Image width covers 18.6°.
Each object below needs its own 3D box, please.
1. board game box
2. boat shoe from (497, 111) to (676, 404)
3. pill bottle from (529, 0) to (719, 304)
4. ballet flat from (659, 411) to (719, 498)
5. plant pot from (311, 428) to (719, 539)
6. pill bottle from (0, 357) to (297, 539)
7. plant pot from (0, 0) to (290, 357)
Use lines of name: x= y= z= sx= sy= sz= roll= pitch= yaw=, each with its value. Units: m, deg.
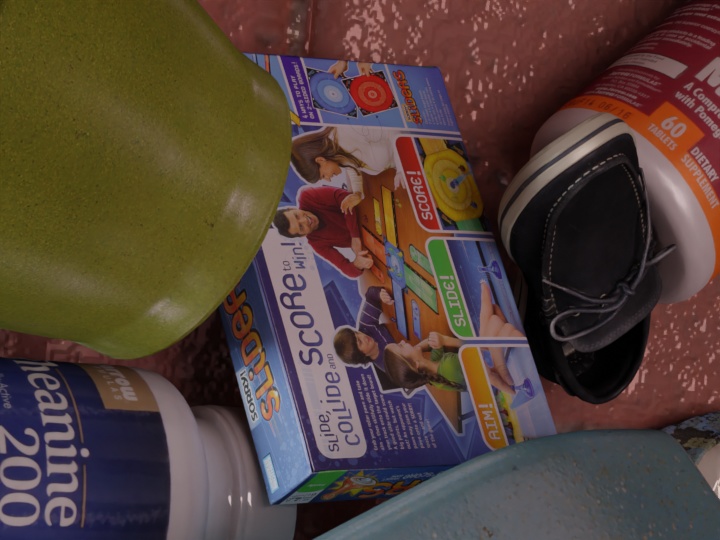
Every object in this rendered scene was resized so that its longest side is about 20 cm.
board game box: x=0.000 y=0.000 z=0.948 sx=0.135 sy=0.034 sz=0.200 roll=2 pitch=61 yaw=-35
boat shoe: x=0.104 y=-0.002 z=0.986 sx=0.075 sy=0.200 sz=0.062 roll=-33 pitch=63 yaw=-15
pill bottle: x=0.185 y=-0.082 z=1.072 sx=0.200 sy=0.109 sz=0.110 roll=-40 pitch=110 yaw=-24
ballet flat: x=0.215 y=0.104 z=1.119 sx=0.200 sy=0.074 sz=0.074 roll=-11 pitch=97 yaw=-30
plant pot: x=0.066 y=0.172 z=0.878 sx=0.200 sy=0.196 sz=0.196 roll=-31 pitch=81 yaw=-23
pill bottle: x=-0.131 y=0.091 z=0.885 sx=0.200 sy=0.111 sz=0.111 roll=6 pitch=88 yaw=-32
plant pot: x=-0.137 y=-0.061 z=0.828 sx=0.193 sy=0.200 sz=0.201 roll=31 pitch=76 yaw=-34
